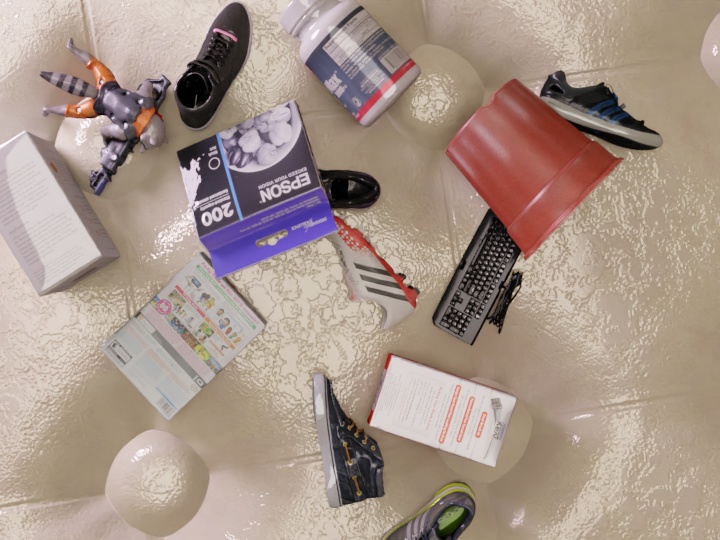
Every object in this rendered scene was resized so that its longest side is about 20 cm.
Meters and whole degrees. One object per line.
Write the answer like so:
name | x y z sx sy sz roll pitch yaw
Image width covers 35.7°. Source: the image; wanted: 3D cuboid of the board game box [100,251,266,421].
board game box | -0.256 0.095 1.635 0.200 0.064 0.148 -43 94 -1

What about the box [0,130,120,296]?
box | -0.445 -0.078 1.578 0.106 0.152 0.201 -32 92 -2

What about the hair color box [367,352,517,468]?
hair color box | 0.120 0.206 1.658 0.198 0.064 0.112 19 88 -2

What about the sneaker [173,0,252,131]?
sneaker | -0.209 -0.302 1.615 0.070 0.099 0.202 23 88 -1

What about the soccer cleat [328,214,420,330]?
soccer cleat | 0.000 0.000 1.648 0.085 0.069 0.200 -45 97 -6

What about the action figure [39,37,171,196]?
action figure | -0.369 -0.216 1.608 0.192 0.105 0.202 25 87 6

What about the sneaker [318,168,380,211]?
sneaker | -0.068 -0.122 1.630 0.197 0.088 0.077 -4 91 -3

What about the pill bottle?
pill bottle | -0.019 -0.318 1.616 0.120 0.120 0.200 -44 92 -2

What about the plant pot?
plant pot | 0.239 -0.155 1.606 0.201 0.201 0.195 -45 84 -2

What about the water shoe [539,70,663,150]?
water shoe | 0.364 -0.239 1.662 0.198 0.071 0.080 18 88 -4

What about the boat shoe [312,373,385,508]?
boat shoe | -0.018 0.245 1.651 0.090 0.071 0.203 -9 98 -4

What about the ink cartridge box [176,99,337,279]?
ink cartridge box | -0.151 -0.115 1.598 0.196 0.043 0.202 -22 72 10

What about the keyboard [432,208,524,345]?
keyboard | 0.194 0.013 1.672 0.103 0.040 0.202 27 90 -2

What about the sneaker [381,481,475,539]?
sneaker | 0.093 0.395 1.649 0.074 0.081 0.200 44 88 -2
